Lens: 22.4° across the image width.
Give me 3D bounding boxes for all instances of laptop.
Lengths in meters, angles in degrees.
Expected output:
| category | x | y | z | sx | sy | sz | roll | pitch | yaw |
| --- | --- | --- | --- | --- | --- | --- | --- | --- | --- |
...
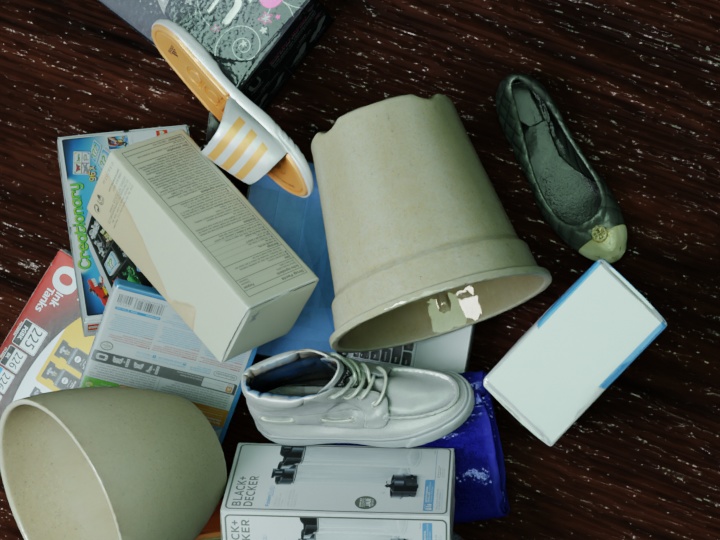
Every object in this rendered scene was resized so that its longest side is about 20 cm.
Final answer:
| category | x | y | z | sx | sy | sz | roll | pitch | yaw |
| --- | --- | --- | --- | --- | --- | --- | --- | --- | --- |
| laptop | 0.000 | 0.000 | 1.669 | 0.200 | 0.116 | 0.188 | 9 | 88 | 27 |

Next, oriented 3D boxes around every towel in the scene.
| category | x | y | z | sx | sy | sz | roll | pitch | yaw |
| --- | --- | --- | --- | --- | --- | --- | --- | --- | --- |
| towel | 0.031 | 0.174 | 1.668 | 0.200 | 0.050 | 0.148 | -8 | 108 | 11 |

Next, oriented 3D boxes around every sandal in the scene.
| category | x | y | z | sx | sy | sz | roll | pitch | yaw |
| --- | --- | --- | --- | --- | --- | --- | --- | --- | --- |
| sandal | -0.128 | -0.131 | 1.619 | 0.207 | 0.079 | 0.059 | 47 | 70 | 0 |

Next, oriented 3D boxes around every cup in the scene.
| category | x | y | z | sx | sy | sz | roll | pitch | yaw |
| --- | --- | --- | --- | --- | --- | --- | --- | --- | --- |
| cup | -0.202 | 0.182 | 1.578 | 0.143 | 0.200 | 0.200 | -22 | 81 | -34 |

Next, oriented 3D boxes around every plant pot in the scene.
| category | x | y | z | sx | sy | sz | roll | pitch | yaw |
| --- | --- | --- | --- | --- | --- | --- | --- | --- | --- |
| plant pot | 0.045 | -0.047 | 1.586 | 0.200 | 0.200 | 0.184 | -18 | 77 | 7 |

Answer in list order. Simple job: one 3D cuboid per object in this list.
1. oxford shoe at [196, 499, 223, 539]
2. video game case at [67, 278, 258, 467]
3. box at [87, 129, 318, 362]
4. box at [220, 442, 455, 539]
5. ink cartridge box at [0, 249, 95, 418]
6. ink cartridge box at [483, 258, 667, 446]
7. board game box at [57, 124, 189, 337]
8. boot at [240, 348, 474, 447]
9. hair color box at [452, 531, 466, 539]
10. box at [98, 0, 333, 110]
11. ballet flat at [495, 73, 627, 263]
| category | x | y | z | sx | sy | sz | roll | pitch | yaw |
| --- | --- | --- | --- | --- | --- | --- | --- | --- | --- |
| oxford shoe | -0.116 | 0.252 | 1.671 | 0.200 | 0.071 | 0.073 | -1 | 116 | 8 |
| video game case | -0.185 | 0.115 | 1.652 | 0.143 | 0.018 | 0.200 | 16 | 109 | -18 |
| box | -0.141 | -0.024 | 1.613 | 0.200 | 0.095 | 0.078 | 48 | 133 | 20 |
| box | -0.018 | 0.208 | 1.601 | 0.200 | 0.117 | 0.060 | 1 | 117 | 6 |
| ink cartridge box | -0.253 | 0.110 | 1.722 | 0.175 | 0.084 | 0.200 | 31 | 91 | 8 |
| ink cartridge box | 0.188 | 0.070 | 1.598 | 0.086 | 0.200 | 0.146 | 44 | 94 | 7 |
| board game box | -0.208 | -0.040 | 1.695 | 0.126 | 0.035 | 0.200 | -6 | 63 | -12 |
| boot | -0.004 | 0.109 | 1.591 | 0.200 | 0.096 | 0.074 | -8 | 62 | 8 |
| hair color box | 0.043 | 0.336 | 1.654 | 0.060 | 0.100 | 0.200 | 35 | 92 | 10 |
| box | -0.146 | -0.258 | 1.712 | 0.200 | 0.115 | 0.132 | 38 | 93 | 9 |
| ballet flat | 0.181 | -0.092 | 1.681 | 0.066 | 0.057 | 0.200 | -32 | 82 | 6 |
